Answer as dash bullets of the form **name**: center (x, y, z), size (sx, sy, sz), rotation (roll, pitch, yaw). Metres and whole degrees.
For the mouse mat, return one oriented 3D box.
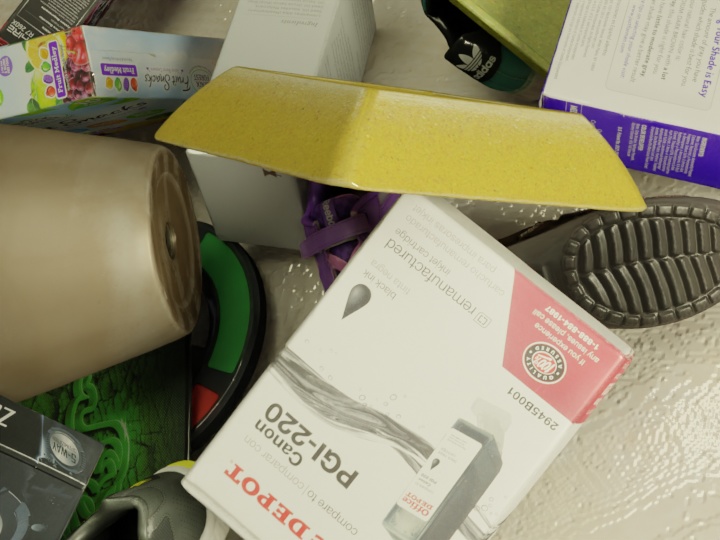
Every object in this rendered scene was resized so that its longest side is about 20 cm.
- **mouse mat**: center (-0.175, 0.124, 0.934), size (0.161, 0.008, 0.200), rotation (-14, 63, 23)

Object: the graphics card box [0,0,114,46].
- **graphics card box**: center (-0.215, -0.232, 1.167), size (0.200, 0.051, 0.125), rotation (-57, 10, -14)

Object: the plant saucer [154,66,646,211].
- **plant saucer**: center (0.020, -0.074, 0.792), size (0.200, 0.200, 0.049), rotation (18, 102, 54)

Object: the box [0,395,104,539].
- **box**: center (-0.260, 0.150, 0.854), size (0.200, 0.160, 0.044), rotation (-60, 7, 26)

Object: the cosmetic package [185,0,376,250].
- **cosmetic package**: center (-0.048, -0.125, 0.988), size (0.071, 0.102, 0.200), rotation (7, 58, 12)

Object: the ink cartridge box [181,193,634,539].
- **ink cartridge box**: center (0.025, 0.077, 0.775), size (0.146, 0.085, 0.200), rotation (38, 98, 10)

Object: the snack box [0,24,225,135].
- **snack box**: center (-0.191, -0.128, 1.032), size (0.142, 0.200, 0.053), rotation (-11, 90, 24)

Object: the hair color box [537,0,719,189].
- **hair color box**: center (0.209, -0.104, 0.820), size (0.200, 0.065, 0.110), rotation (14, 66, 13)

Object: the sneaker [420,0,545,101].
- **sneaker**: center (0.080, -0.205, 0.983), size (0.071, 0.080, 0.200), rotation (-48, 38, 41)

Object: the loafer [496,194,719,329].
- **loafer**: center (0.120, -0.005, 0.840), size (0.199, 0.073, 0.071), rotation (-11, 15, 9)

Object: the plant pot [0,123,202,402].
- **plant pot**: center (-0.195, -0.009, 0.907), size (0.173, 0.200, 0.200), rotation (-8, 55, 7)

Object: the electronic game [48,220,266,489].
- **electronic game**: center (-0.152, 0.053, 0.984), size (0.200, 0.042, 0.200), rotation (-15, 53, 21)

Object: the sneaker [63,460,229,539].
- **sneaker**: center (-0.158, 0.189, 0.839), size (0.074, 0.085, 0.200), rotation (38, 101, 24)

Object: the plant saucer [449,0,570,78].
- **plant saucer**: center (0.121, -0.210, 0.927), size (0.200, 0.048, 0.200), rotation (39, 64, 0)

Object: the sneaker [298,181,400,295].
- **sneaker**: center (0.000, 0.000, 0.901), size (0.080, 0.088, 0.200), rotation (-17, 53, 18)
